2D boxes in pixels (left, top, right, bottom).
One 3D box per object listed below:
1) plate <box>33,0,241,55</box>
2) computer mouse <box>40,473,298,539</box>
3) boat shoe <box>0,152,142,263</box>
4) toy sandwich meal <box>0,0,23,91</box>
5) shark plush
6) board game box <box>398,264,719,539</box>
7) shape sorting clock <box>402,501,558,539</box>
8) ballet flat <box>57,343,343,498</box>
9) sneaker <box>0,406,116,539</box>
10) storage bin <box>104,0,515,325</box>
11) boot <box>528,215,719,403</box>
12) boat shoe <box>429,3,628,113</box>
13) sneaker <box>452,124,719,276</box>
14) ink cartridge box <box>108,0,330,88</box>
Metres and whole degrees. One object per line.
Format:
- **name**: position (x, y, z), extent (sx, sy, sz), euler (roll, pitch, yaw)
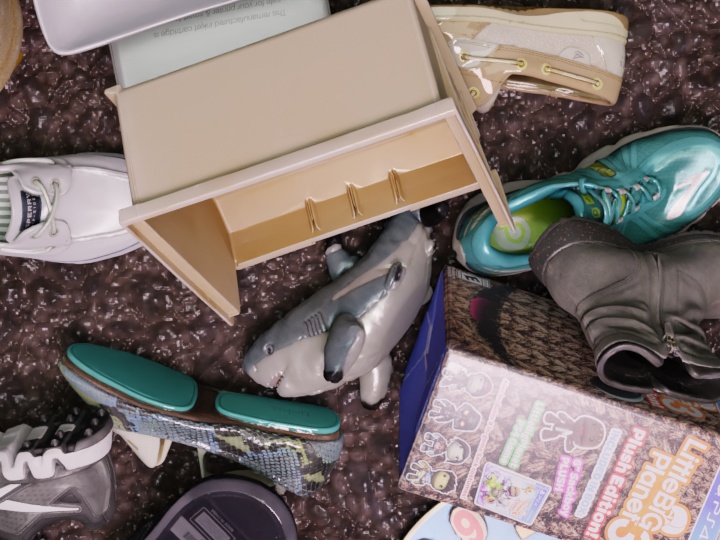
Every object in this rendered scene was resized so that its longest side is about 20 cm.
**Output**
- **plate**: position (-0.123, -0.253, 0.999), extent (0.198, 0.032, 0.201), euler (-17, 92, -1)
- **computer mouse**: position (-0.120, 0.196, 1.084), extent (0.200, 0.053, 0.139), euler (-36, 98, 22)
- **boat shoe**: position (-0.219, -0.037, 1.069), extent (0.198, 0.067, 0.074), euler (-6, 93, -2)
- **toy sandwich meal**: position (-0.314, -0.137, 1.053), extent (0.203, 0.070, 0.207), euler (1, 61, -2)
- **shark plush**: position (0.000, 0.000, 1.085), extent (0.083, 0.091, 0.201), euler (30, 97, 26)
- **board game box**: position (0.131, 0.094, 1.036), extent (0.199, 0.160, 0.097), euler (18, 108, -5)
- **shape sorting clock**: position (0.111, 0.242, 1.113), extent (0.198, 0.039, 0.202), euler (0, 93, -3)
- **ballet flat**: position (-0.112, 0.108, 1.085), extent (0.198, 0.074, 0.075), euler (17, 92, 0)
- **sneaker**: position (-0.248, 0.147, 1.069), extent (0.198, 0.067, 0.091), euler (-7, 112, 14)
- **storage bin**: position (-0.025, -0.061, 0.991), extent (0.199, 0.199, 0.094), euler (-19, 65, 9)
- **boot**: position (0.206, 0.037, 1.035), extent (0.199, 0.131, 0.068), euler (6, 128, -31)
- **boat shoe**: position (0.081, -0.138, 1.075), extent (0.198, 0.074, 0.067), euler (-1, 88, -3)
- **sneaker**: position (0.159, -0.040, 1.081), extent (0.199, 0.080, 0.078), euler (-21, 93, -2)
- **ink cartridge box**: position (-0.097, -0.189, 1.059), extent (0.144, 0.083, 0.202), euler (-10, 92, -2)
